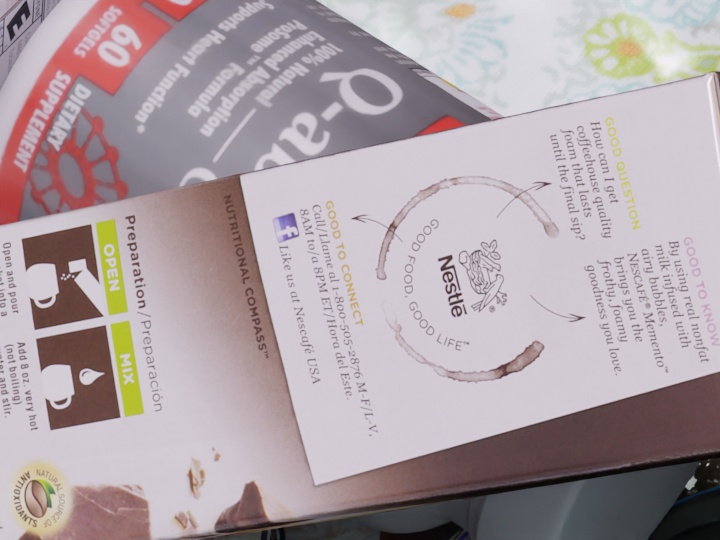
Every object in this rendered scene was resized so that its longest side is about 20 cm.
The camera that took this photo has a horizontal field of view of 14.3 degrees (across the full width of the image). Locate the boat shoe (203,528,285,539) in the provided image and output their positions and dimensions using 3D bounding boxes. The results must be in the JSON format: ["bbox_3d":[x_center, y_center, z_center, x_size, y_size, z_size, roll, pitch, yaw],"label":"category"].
[{"bbox_3d":[-0.031,0.155,0.784,0.092,0.075,0.201,18,77,-26],"label":"boat shoe"}]

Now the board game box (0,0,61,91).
[{"bbox_3d":[-0.088,-0.161,0.835,0.097,0.160,0.200,29,51,14],"label":"board game box"}]

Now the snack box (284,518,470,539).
[{"bbox_3d":[-0.021,0.080,0.844,0.200,0.024,0.072,-41,70,-11],"label":"snack box"}]

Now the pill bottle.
[{"bbox_3d":[0.000,0.000,0.797,0.200,0.116,0.116,33,75,22],"label":"pill bottle"}]

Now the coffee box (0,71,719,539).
[{"bbox_3d":[0.012,0.014,0.666,0.199,0.113,0.080,-11,86,24],"label":"coffee box"}]

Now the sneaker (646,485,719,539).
[{"bbox_3d":[0.172,0.111,0.793,0.199,0.073,0.082,13,72,10],"label":"sneaker"}]

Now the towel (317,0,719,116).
[{"bbox_3d":[0.068,-0.086,0.889,0.200,0.048,0.171,36,75,16],"label":"towel"}]
